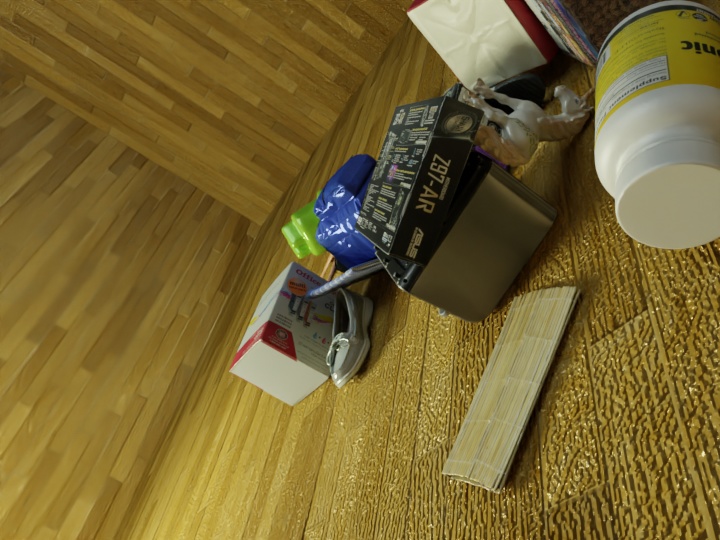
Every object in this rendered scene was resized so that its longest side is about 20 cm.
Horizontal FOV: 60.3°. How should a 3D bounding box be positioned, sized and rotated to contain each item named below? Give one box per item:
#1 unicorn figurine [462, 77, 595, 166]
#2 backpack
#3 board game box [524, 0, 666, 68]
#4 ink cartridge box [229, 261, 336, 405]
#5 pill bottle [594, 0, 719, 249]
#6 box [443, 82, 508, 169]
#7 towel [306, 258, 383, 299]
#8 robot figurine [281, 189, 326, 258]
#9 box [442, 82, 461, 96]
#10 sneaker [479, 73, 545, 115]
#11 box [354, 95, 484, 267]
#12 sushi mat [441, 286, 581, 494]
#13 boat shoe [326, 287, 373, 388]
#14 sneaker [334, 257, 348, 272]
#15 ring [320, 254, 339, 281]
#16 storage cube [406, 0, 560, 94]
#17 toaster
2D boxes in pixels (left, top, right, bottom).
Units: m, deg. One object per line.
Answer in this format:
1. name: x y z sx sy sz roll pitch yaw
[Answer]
1. unicorn figurine: 0.185 -0.174 0.714 0.200 0.137 0.074 -56 -11 -32
2. backpack: 0.002 -0.111 1.162 0.163 0.168 0.200 -53 8 -33
3. board game box: 0.263 -0.336 0.731 0.097 0.159 0.200 -40 21 18
4. ink cartridge box: -0.126 0.117 1.169 0.145 0.145 0.200 -45 21 42
5. pill bottle: 0.243 -0.116 0.489 0.111 0.111 0.201 -42 23 48
6. box: 0.126 -0.165 0.943 0.200 0.122 0.106 -35 29 56
7. towel: 0.000 0.000 1.065 0.144 0.024 0.200 -21 -5 -30
8. robot figurine: -0.081 -0.114 1.456 0.200 0.176 0.116 -32 53 -7
9. box: 0.150 -0.258 1.189 0.201 0.049 0.082 -60 14 -5
10. sneaker: 0.207 -0.252 0.943 0.200 0.074 0.089 -34 30 58
11. box: 0.054 -0.102 0.681 0.200 0.043 0.161 -134 63 -75
12. sushi mat: 0.140 0.106 0.581 0.201 0.012 0.096 -63 14 -16
13. boat shoe: -0.025 0.106 1.016 0.074 0.065 0.202 -48 18 36
14. sneaker: -0.008 -0.061 1.313 0.090 0.070 0.201 113 177 -56
15. ring: -0.074 0.021 1.379 0.200 0.019 0.201 -157 90 -82
16. storage cube: 0.214 -0.402 0.925 0.180 0.200 0.171 -53 23 -21
17. toaster: 0.120 -0.054 0.753 0.200 0.118 0.181 -57 16 8
